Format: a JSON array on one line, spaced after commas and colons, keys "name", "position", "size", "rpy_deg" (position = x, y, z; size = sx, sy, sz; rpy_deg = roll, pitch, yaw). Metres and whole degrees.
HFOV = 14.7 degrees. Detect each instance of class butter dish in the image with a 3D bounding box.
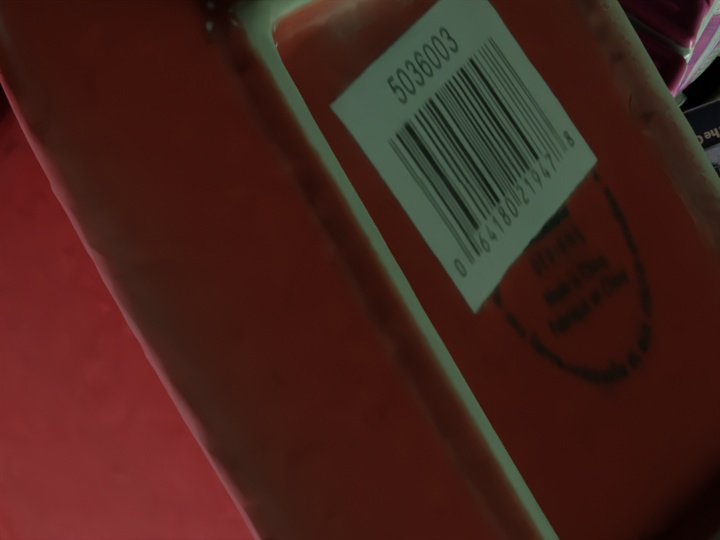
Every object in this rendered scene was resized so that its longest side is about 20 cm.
[{"name": "butter dish", "position": [-0.014, 0.024, 0.541], "size": [0.147, 0.200, 0.200], "rpy_deg": [-29, -178, 33]}]

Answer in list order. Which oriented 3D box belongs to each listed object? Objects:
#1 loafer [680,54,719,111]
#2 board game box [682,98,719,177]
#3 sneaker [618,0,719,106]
[{"name": "loafer", "position": [0.101, -0.074, 0.883], "size": [0.063, 0.072, 0.201], "rpy_deg": [-36, 157, -49]}, {"name": "board game box", "position": [0.066, 0.004, 0.836], "size": [0.135, 0.035, 0.200], "rpy_deg": [-19, 168, 1]}, {"name": "sneaker", "position": [0.057, -0.064, 0.724], "size": [0.200, 0.081, 0.088], "rpy_deg": [-45, 167, -25]}]
